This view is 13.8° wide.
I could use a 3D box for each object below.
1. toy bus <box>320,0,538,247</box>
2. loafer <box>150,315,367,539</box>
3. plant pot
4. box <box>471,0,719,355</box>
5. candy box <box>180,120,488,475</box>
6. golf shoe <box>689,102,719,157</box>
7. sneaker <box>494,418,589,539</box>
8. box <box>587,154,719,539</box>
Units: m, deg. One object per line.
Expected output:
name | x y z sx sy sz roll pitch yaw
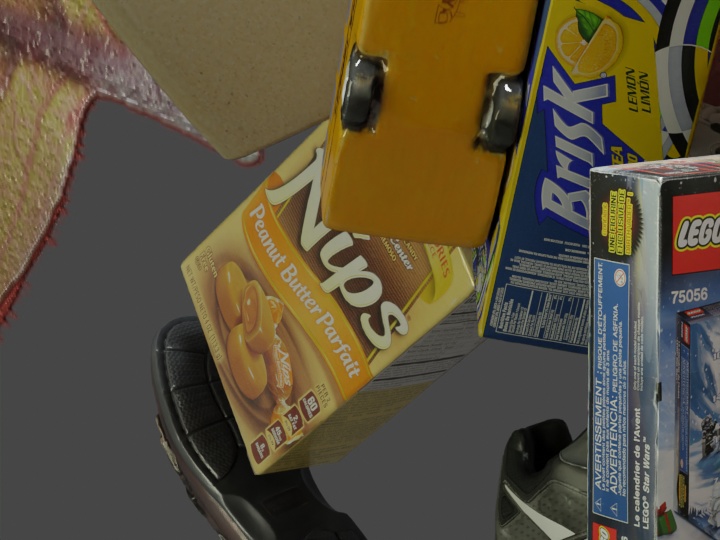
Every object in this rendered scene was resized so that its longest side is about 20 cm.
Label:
toy bus | 0.032 -0.108 1.075 0.078 0.065 0.201 -91 10 -64
loafer | -0.053 0.115 1.452 0.200 0.072 0.063 56 140 26
plant pot | -0.033 -0.160 1.181 0.200 0.199 0.178 -113 0 -73
box | 0.090 -0.072 1.087 0.070 0.064 0.201 -91 11 -59
candy box | 0.000 0.000 1.370 0.200 0.055 0.116 -43 62 47
golf shoe | 0.133 -0.046 1.183 0.097 0.078 0.201 -46 69 39
sneaker | 0.118 0.104 1.223 0.200 0.066 0.091 9 105 54
box | 0.165 0.025 1.037 0.040 0.199 0.138 12 105 52
